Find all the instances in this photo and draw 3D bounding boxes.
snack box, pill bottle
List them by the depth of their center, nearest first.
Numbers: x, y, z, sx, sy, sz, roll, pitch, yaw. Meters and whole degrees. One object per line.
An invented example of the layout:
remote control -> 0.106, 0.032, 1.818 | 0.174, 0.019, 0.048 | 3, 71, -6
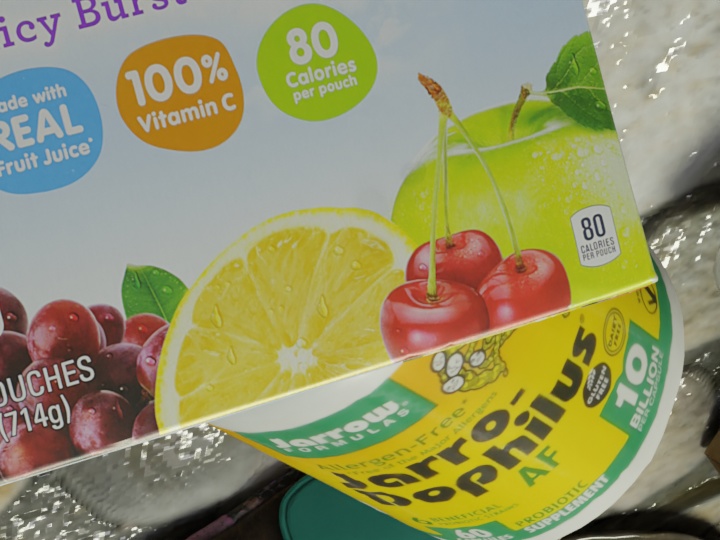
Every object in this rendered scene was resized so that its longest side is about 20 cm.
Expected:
snack box -> -0.056, -0.050, 0.527 | 0.200, 0.169, 0.068 | -15, -177, -21
pill bottle -> 0.000, 0.000, 0.677 | 0.113, 0.113, 0.200 | -39, 145, 13

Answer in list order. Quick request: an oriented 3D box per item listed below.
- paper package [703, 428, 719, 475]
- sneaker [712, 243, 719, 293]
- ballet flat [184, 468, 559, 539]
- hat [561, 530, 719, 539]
paper package -> 0.256, 0.042, 0.907 | 0.200, 0.104, 0.191 | -15, 152, -23
sneaker -> 0.180, -0.064, 0.780 | 0.200, 0.075, 0.088 | -40, 128, 12
ballet flat -> -0.022, 0.109, 0.852 | 0.200, 0.069, 0.071 | -25, 164, 0
hat -> 0.084, 0.193, 1.013 | 0.200, 0.081, 0.201 | -19, 143, -15
